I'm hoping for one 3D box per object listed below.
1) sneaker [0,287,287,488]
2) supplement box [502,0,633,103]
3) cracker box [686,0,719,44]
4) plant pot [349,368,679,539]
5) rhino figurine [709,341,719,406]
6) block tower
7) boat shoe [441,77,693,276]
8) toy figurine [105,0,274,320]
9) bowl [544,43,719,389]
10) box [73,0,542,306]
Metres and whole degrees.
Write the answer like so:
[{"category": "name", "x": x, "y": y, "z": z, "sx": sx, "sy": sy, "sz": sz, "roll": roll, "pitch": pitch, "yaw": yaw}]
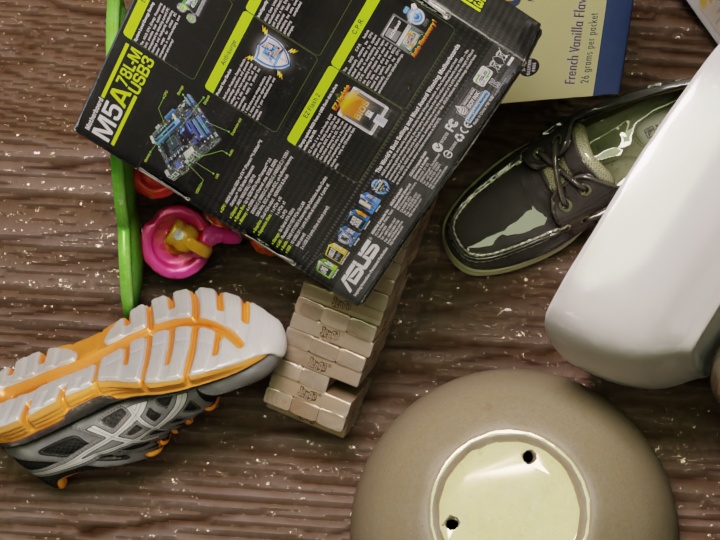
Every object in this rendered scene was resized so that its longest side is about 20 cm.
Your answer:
[{"category": "sneaker", "x": -0.131, "y": 0.074, "z": 1.064, "sx": 0.198, "sy": 0.078, "sz": 0.079, "roll": -17, "pitch": 35, "yaw": 18}, {"category": "supplement box", "x": 0.038, "y": -0.204, "z": 1.031, "sx": 0.198, "sy": 0.135, "sz": 0.200, "roll": -6, "pitch": 39, "yaw": -11}, {"category": "cracker box", "x": 0.272, "y": -0.167, "z": 1.061, "sx": 0.057, "sy": 0.134, "sz": 0.201, "roll": -24, "pitch": 73, "yaw": -27}, {"category": "plant pot", "x": 0.086, "y": 0.145, "z": 1.008, "sx": 0.198, "sy": 0.135, "sz": 0.202, "roll": -2, "pitch": 75, "yaw": 6}, {"category": "rhino figurine", "x": 0.264, "y": 0.027, "z": 1.026, "sx": 0.059, "sy": 0.088, "sz": 0.200, "roll": 17, "pitch": 50, "yaw": 36}, {"category": "block tower", "x": 0.000, "y": 0.000, "z": 1.049, "sx": 0.057, "sy": 0.054, "sz": 0.202, "roll": 20, "pitch": 107, "yaw": 8}, {"category": "boat shoe", "x": 0.138, "y": -0.066, "z": 1.089, "sx": 0.200, "sy": 0.066, "sz": 0.072, "roll": -28, "pitch": 75, "yaw": -1}, {"category": "toy figurine", "x": -0.060, "y": -0.072, "z": 1.092, "sx": 0.182, "sy": 0.150, "sz": 0.202, "roll": -2, "pitch": 96, "yaw": -4}, {"category": "bowl", "x": 0.195, "y": -0.018, "z": 0.996, "sx": 0.074, "sy": 0.200, "sz": 0.201, "roll": 32, "pitch": 88, "yaw": 18}, {"category": "box", "x": -0.033, "y": -0.101, "z": 0.934, "sx": 0.192, "sy": 0.200, "sz": 0.048, "roll": 33, "pitch": 41, "yaw": -1}]
